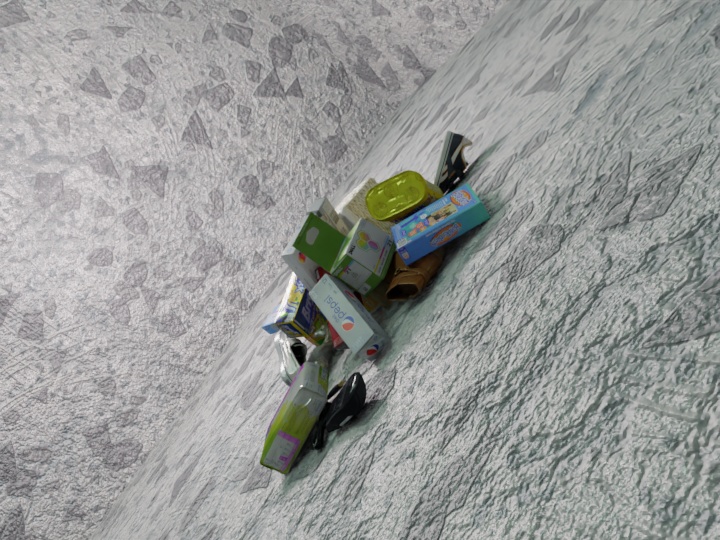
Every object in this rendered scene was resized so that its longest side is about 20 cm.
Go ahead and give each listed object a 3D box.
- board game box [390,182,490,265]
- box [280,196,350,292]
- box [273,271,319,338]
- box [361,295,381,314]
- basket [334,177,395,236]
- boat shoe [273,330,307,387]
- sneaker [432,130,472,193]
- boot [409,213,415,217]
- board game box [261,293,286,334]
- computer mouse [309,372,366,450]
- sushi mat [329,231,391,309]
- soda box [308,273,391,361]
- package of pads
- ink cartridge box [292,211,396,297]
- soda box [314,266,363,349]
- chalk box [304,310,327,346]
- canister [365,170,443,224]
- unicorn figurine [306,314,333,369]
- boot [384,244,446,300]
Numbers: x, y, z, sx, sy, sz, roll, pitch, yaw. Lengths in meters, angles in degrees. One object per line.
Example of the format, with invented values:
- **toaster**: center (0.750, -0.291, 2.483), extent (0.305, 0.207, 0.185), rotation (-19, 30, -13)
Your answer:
- **board game box**: center (0.166, -0.101, 1.587), extent (0.200, 0.045, 0.152), rotation (-30, 20, 9)
- **box**: center (-0.093, -0.052, 1.778), extent (0.041, 0.156, 0.200), rotation (-10, 40, 36)
- **box**: center (-0.135, 0.060, 1.785), extent (0.064, 0.070, 0.200), rotation (-9, 49, 37)
- **box**: center (0.013, 0.014, 1.836), extent (0.101, 0.112, 0.200), rotation (-43, 16, 38)
- **basket**: center (0.012, -0.109, 2.019), extent (0.161, 0.198, 0.200), rotation (-54, 10, -34)
- **boat shoe**: center (-0.159, 0.194, 1.768), extent (0.066, 0.072, 0.200), rotation (-41, 25, 14)
- **sneaker**: center (0.233, -0.254, 1.930), extent (0.078, 0.079, 0.200), rotation (-71, -3, -74)
- **boot**: center (0.133, -0.067, 1.733), extent (0.200, 0.072, 0.144), rotation (-31, 25, 52)
- **board game box**: center (-0.165, 0.070, 1.931), extent (0.200, 0.037, 0.151), rotation (-57, 16, -24)
- **computer mouse**: center (-0.029, 0.253, 1.433), extent (0.200, 0.046, 0.140), rotation (-57, 10, 33)
- **sushi mat**: center (0.000, 0.000, 1.701), extent (0.012, 0.200, 0.096), rotation (-43, 15, 44)
- **soda box**: center (-0.024, 0.097, 1.560), extent (0.063, 0.068, 0.200), rotation (-49, 52, 11)
- **package of pads**: center (-0.136, 0.303, 1.541), extent (0.200, 0.068, 0.155), rotation (-62, 8, 12)
- **ink cartridge box**: center (-0.032, -0.057, 1.642), extent (0.076, 0.200, 0.148), rotation (-48, 13, 38)
- **soda box**: center (-0.039, 0.075, 1.678), extent (0.063, 0.070, 0.200), rotation (-39, 57, 45)
- **chalk box**: center (-0.101, 0.090, 2.009), extent (0.200, 0.124, 0.125), rotation (-54, 12, -11)
- **canister**: center (0.115, -0.170, 1.813), extent (0.148, 0.087, 0.200), rotation (-25, -11, 19)
- **unicorn figurine**: center (-0.108, 0.214, 1.821), extent (0.137, 0.074, 0.200), rotation (-48, 28, 14)
- **boot**: center (0.089, 0.016, 1.607), extent (0.200, 0.074, 0.155), rotation (-35, 16, 47)
